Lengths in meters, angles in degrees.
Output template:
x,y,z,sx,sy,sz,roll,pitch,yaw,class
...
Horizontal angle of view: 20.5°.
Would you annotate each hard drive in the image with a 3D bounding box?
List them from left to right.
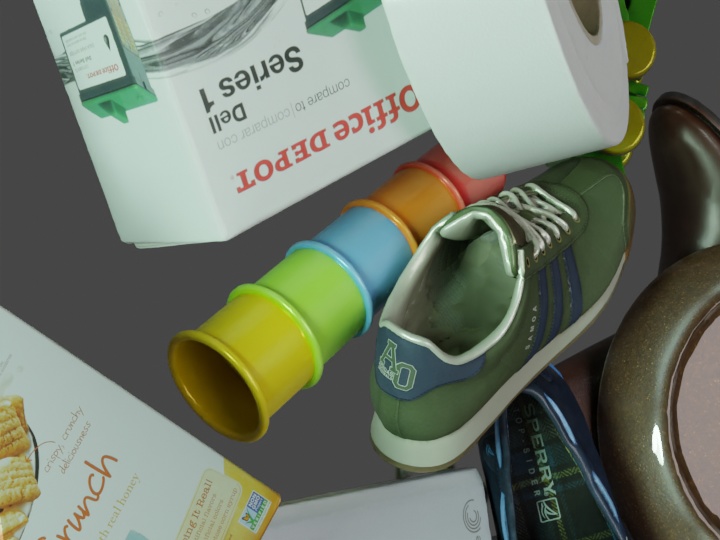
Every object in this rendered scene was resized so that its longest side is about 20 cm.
x,y,z,sx,sy,sz,roll,pitch,yaw,class
-0.006,0.168,0.909,0.199,0.027,0.133,-4,85,-49,hard drive

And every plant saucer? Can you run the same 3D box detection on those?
x,y,z,sx,sy,sz,roll,pitch,yaw,class
0.219,0.081,1.032,0.199,0.034,0.202,3,81,-19,plant saucer

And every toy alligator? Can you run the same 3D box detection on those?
x,y,z,sx,sy,sz,roll,pitch,yaw,class
0.126,-0.119,1.048,0.054,0.059,0.201,9,83,1,toy alligator

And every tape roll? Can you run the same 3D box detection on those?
x,y,z,sx,sy,sz,roll,pitch,yaw,class
0.064,-0.146,0.919,0.202,0.070,0.204,-14,90,-73,tape roll

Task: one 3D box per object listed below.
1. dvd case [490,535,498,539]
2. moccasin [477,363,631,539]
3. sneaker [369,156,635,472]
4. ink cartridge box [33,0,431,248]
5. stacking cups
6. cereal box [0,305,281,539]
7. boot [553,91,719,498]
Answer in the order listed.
x,y,z,sx,sy,sz,roll,pitch,yaw,class
0.080,0.208,1.032,0.199,0.017,0.144,-2,91,-40,dvd case
0.096,0.143,0.980,0.080,0.068,0.201,-23,94,7,moccasin
0.070,-0.002,0.934,0.200,0.067,0.090,-49,151,-30,sneaker
-0.061,-0.128,0.867,0.146,0.084,0.201,-31,109,-35,ink cartridge box
0.000,0.000,0.934,0.200,0.060,0.061,-39,114,-33,stacking cups
-0.141,0.099,0.759,0.200,0.039,0.144,37,74,-30,cereal box
0.141,0.026,1.060,0.199,0.064,0.187,-30,99,-27,boot
